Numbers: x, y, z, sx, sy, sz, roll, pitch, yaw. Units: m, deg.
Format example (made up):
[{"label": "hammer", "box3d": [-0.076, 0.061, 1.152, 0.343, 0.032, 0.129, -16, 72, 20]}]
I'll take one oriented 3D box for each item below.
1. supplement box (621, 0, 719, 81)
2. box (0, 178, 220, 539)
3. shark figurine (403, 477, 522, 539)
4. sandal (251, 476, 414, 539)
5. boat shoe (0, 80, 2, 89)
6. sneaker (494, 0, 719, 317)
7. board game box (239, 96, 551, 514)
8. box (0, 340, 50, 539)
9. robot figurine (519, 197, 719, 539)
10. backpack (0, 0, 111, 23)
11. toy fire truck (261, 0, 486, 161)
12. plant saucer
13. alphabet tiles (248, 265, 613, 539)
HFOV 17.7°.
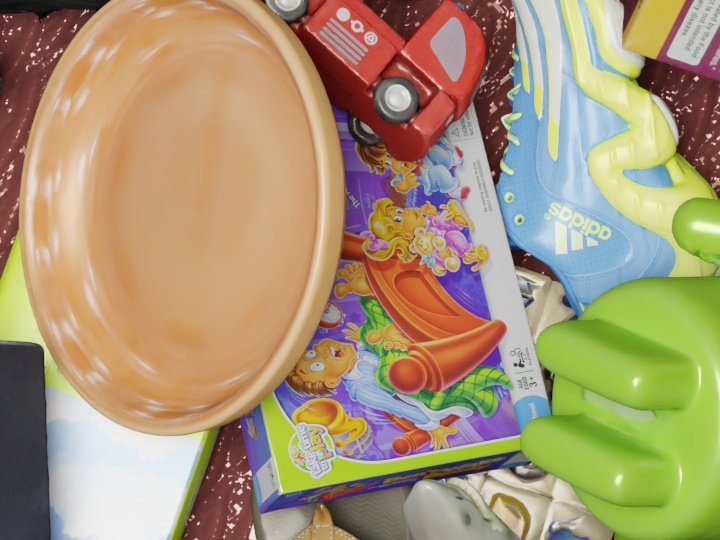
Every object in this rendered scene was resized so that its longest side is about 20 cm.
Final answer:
[{"label": "supplement box", "box3d": [0.233, -0.144, 1.030, 0.199, 0.131, 0.103, 19, 45, -5]}, {"label": "box", "box3d": [-0.128, 0.067, 1.097, 0.121, 0.048, 0.201, 19, 85, 4]}, {"label": "shark figurine", "box3d": [0.101, 0.174, 1.027, 0.214, 0.128, 0.090, 25, 66, -1]}, {"label": "sandal", "box3d": [-0.017, 0.158, 1.072, 0.081, 0.055, 0.201, 5, 92, 5]}, {"label": "boat shoe", "box3d": [-0.247, -0.035, 1.098, 0.200, 0.075, 0.062, -34, 83, 1]}, {"label": "sneaker", "box3d": [0.092, -0.066, 1.086, 0.105, 0.076, 0.201, -29, 85, 0]}, {"label": "board game box", "box3d": [0.000, 0.000, 1.064, 0.134, 0.045, 0.201, -9, 76, -18]}, {"label": "box", "box3d": [-0.245, 0.136, 1.022, 0.196, 0.117, 0.201, -7, 83, 34]}, {"label": "robot figurine", "box3d": [0.167, 0.060, 1.026, 0.199, 0.116, 0.176, -1, 104, -37]}, {"label": "backpack", "box3d": [-0.164, -0.203, 1.043, 0.162, 0.200, 0.169, 6, 81, 36]}, {"label": "toy fire truck", "box3d": [-0.007, -0.162, 1.051, 0.200, 0.049, 0.141, 41, 71, -4]}, {"label": "plant saucer", "box3d": [-0.075, -0.028, 1.018, 0.200, 0.037, 0.201, -3, 86, 43]}, {"label": "alphabet tiles", "box3d": [0.045, 0.093, 1.108, 0.166, 0.006, 0.201, 18, 86, 4]}]
